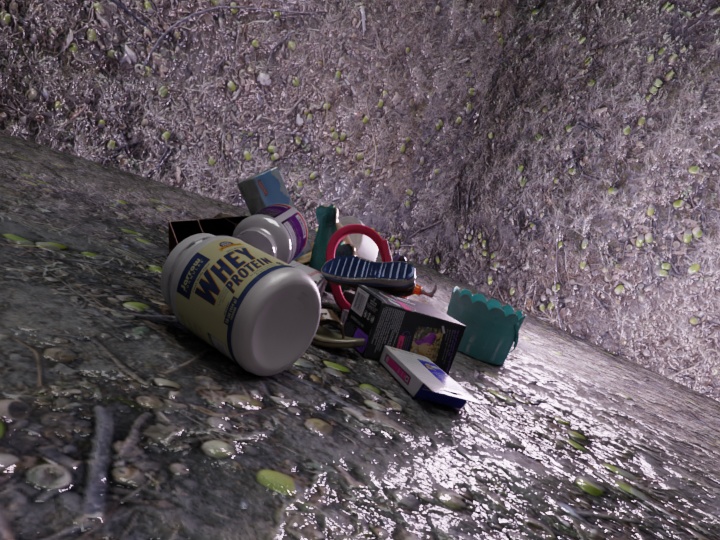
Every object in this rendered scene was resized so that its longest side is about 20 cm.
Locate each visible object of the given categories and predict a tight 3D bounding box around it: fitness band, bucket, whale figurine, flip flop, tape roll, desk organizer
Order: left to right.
[{"bbox_3d":[-0.320,-0.070,1.259,0.197,0.079,0.071,-8,22,-37],"label":"desk organizer"},{"bbox_3d":[-0.079,0.089,1.014,0.197,0.059,0.081,24,7,30],"label":"flip flop"},{"bbox_3d":[-0.074,-0.046,1.299,0.102,0.204,0.158,-20,16,-31],"label":"whale figurine"},{"bbox_3d":[-0.051,-0.039,1.492,0.071,0.204,0.201,41,-8,-37],"label":"tape roll"},{"bbox_3d":[0.000,0.000,1.221,0.140,0.204,0.037,-11,-8,-5],"label":"fitness band"},{"bbox_3d":[0.305,0.139,1.438,0.203,0.137,0.207,20,7,-3],"label":"bucket"}]

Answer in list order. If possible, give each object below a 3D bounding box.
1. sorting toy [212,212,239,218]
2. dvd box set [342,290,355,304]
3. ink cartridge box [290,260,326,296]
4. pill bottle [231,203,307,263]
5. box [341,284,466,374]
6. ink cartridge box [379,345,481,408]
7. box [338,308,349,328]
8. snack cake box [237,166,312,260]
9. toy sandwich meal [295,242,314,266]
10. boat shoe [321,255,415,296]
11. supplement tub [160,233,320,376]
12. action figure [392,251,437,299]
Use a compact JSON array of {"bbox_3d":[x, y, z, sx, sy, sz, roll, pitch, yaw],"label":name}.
[{"bbox_3d":[-0.310,-0.085,1.542,0.195,0.071,0.199,14,-9,-25],"label":"sorting toy"},{"bbox_3d":[0.026,0.088,1.328,0.144,0.030,0.200,21,-4,0],"label":"dvd box set"},{"bbox_3d":[-0.179,0.017,1.189,0.197,0.087,0.148,23,7,5],"label":"ink cartridge box"},{"bbox_3d":[-0.168,-0.054,1.044,0.110,0.114,0.200,20,16,3],"label":"pill bottle"},{"bbox_3d":[0.082,0.114,1.093,0.197,0.108,0.122,17,7,-28],"label":"box"},{"bbox_3d":[0.109,0.181,0.939,0.093,0.038,0.200,18,4,-22],"label":"ink cartridge box"},{"bbox_3d":[0.048,0.126,1.190,0.197,0.042,0.039,16,7,-27],"label":"box"},{"bbox_3d":[-0.195,-0.124,1.295,0.067,0.203,0.114,-30,17,-27],"label":"snack cake box"},{"bbox_3d":[-0.172,-0.014,1.435,0.200,0.072,0.206,-8,16,2],"label":"toy sandwich meal"},{"bbox_3d":[0.015,0.024,1.156,0.196,0.073,0.073,7,43,17],"label":"boat shoe"},{"bbox_3d":[-0.166,0.038,0.777,0.198,0.148,0.144,24,8,34],"label":"supplement tub"},{"bbox_3d":[0.087,0.047,1.389,0.189,0.106,0.201,15,-29,-4],"label":"action figure"}]
